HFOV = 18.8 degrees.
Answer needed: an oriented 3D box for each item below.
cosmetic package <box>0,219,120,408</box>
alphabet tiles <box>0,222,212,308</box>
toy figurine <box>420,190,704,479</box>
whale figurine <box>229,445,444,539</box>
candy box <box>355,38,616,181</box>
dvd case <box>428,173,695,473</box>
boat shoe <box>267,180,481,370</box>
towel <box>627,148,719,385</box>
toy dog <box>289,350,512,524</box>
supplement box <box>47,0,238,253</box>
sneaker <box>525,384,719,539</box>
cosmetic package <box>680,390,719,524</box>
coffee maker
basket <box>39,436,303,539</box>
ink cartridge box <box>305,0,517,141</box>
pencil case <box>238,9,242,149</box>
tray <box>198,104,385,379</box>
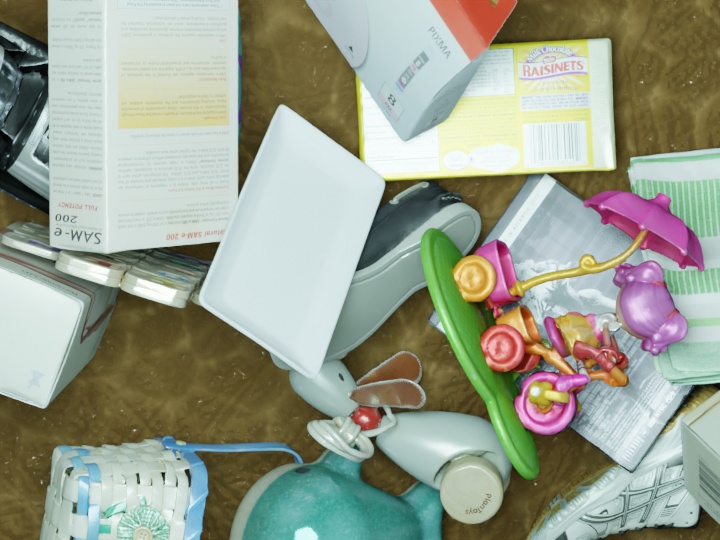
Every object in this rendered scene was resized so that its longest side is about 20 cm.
[{"bbox_3d":[-0.248,0.028,1.632,0.103,0.200,0.088,22,99,-2],"label":"cosmetic package"},{"bbox_3d":[-0.166,-0.004,1.625,0.194,0.200,0.015,18,96,0],"label":"alphabet tiles"},{"bbox_3d":[0.166,0.026,1.584,0.183,0.150,0.201,-24,77,15],"label":"toy figurine"},{"bbox_3d":[-0.002,0.211,1.669,0.199,0.103,0.161,-3,99,-36],"label":"whale figurine"},{"bbox_3d":[0.096,-0.123,1.682,0.198,0.026,0.103,-2,88,2],"label":"candy box"},{"bbox_3d":[0.173,0.037,1.679,0.199,0.016,0.149,36,92,13],"label":"dvd case"},{"bbox_3d":[0.000,0.000,1.660,0.200,0.074,0.060,-38,52,-15],"label":"boat shoe"},{"bbox_3d":[0.285,-0.009,1.639,0.151,0.023,0.201,-6,57,2],"label":"towel"},{"bbox_3d":[0.051,0.109,1.674,0.199,0.132,0.097,31,101,-22],"label":"toy dog"},{"bbox_3d":[-0.155,-0.117,1.555,0.073,0.125,0.202,7,98,45],"label":"supplement box"},{"bbox_3d":[0.223,0.180,1.701,0.200,0.076,0.088,-38,95,7],"label":"sneaker"},{"bbox_3d":[0.339,0.105,1.634,0.199,0.104,0.073,-34,55,-16],"label":"cosmetic package"},{"bbox_3d":[-0.288,-0.144,1.640,0.199,0.193,0.135,27,115,-22],"label":"coffee maker"},{"bbox_3d":[-0.149,0.218,1.693,0.198,0.139,0.178,4,100,-26],"label":"basket"},{"bbox_3d":[0.027,-0.204,1.579,0.057,0.200,0.163,-30,79,-18],"label":"ink cartridge box"},{"bbox_3d":[-0.138,-0.127,1.665,0.092,0.085,0.202,-1,98,-23],"label":"pencil case"},{"bbox_3d":[-0.051,-0.020,1.598,0.107,0.201,0.022,34,140,-18],"label":"tray"}]
